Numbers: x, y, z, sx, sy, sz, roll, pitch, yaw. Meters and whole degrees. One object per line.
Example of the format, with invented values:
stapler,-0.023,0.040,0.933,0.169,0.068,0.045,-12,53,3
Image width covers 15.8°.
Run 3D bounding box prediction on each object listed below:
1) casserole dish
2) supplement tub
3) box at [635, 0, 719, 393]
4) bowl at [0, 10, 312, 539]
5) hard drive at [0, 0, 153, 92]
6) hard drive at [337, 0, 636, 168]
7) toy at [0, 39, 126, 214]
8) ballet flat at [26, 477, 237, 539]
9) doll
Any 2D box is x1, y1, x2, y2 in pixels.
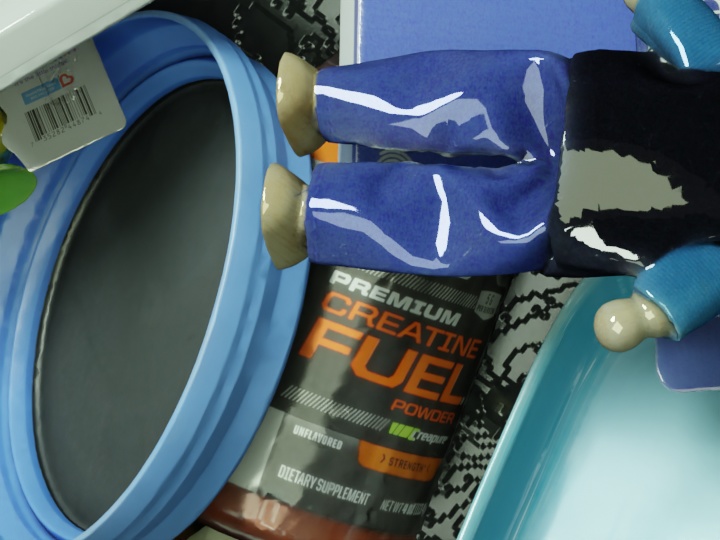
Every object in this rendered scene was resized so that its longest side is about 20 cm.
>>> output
casserole dish,0.099,0.085,0.838,0.120,0.039,0.201,20,74,18
supplement tub,0.000,0.000,0.935,0.106,0.107,0.201,20,94,6
box,0.150,-0.063,0.844,0.120,0.032,0.201,-4,72,8
bowl,-0.085,0.009,0.923,0.039,0.201,0.202,19,103,-33
hard drive,-0.078,-0.133,0.892,0.199,0.132,0.027,-32,124,-8
hard drive,0.092,-0.065,0.889,0.199,0.025,0.133,4,78,-14
toy,-0.166,-0.104,0.967,0.115,0.047,0.201,-25,63,3
ballet flat,-0.073,0.108,0.980,0.199,0.068,0.067,17,144,0
doll,0.073,-0.038,0.806,0.199,0.049,0.137,3,68,11
